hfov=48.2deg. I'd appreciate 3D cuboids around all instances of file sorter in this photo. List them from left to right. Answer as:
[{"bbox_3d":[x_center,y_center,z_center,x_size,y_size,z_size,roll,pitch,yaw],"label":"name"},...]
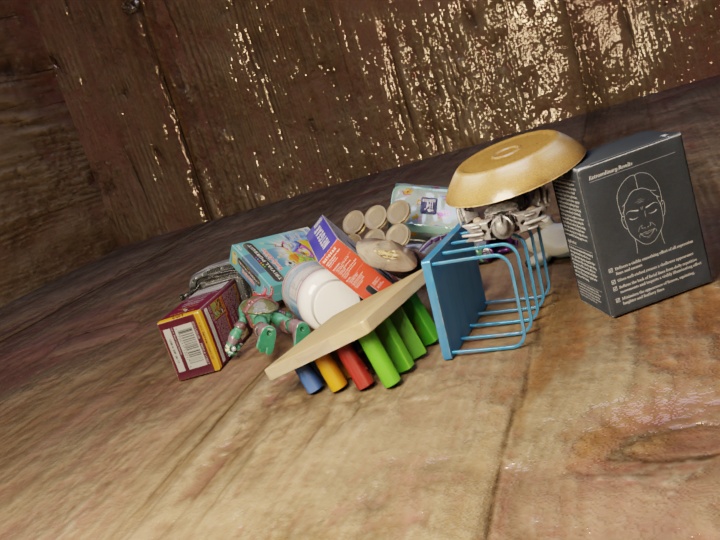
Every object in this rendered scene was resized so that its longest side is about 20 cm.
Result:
[{"bbox_3d":[0.183,0.015,1.126,0.121,0.141,0.200,-8,16,26],"label":"file sorter"}]

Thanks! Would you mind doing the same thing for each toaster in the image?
[{"bbox_3d":[-0.290,0.035,1.770,0.196,0.116,0.129,-16,9,4],"label":"toaster"}]

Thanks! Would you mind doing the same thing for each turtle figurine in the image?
[{"bbox_3d":[-0.172,0.094,1.402,0.148,0.102,0.199,-24,19,-24],"label":"turtle figurine"}]

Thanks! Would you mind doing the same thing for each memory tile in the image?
[{"bbox_3d":[0.027,-0.030,1.500,0.151,0.204,0.017,-12,-28,28],"label":"memory tile"}]

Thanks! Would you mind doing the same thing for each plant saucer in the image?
[{"bbox_3d":[0.200,-0.144,1.078,0.197,0.036,0.201,-22,17,7],"label":"plant saucer"}]

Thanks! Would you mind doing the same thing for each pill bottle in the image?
[{"bbox_3d":[-0.067,0.046,1.409,0.107,0.111,0.200,-21,13,-14],"label":"pill bottle"}]

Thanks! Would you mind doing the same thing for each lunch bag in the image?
[{"bbox_3d":[0.143,-0.114,1.683,0.167,0.124,0.200,6,15,6],"label":"lunch bag"}]

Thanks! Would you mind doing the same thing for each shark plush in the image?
[{"bbox_3d":[0.363,-0.058,1.352,0.198,0.093,0.083,-15,-18,37],"label":"shark plush"}]

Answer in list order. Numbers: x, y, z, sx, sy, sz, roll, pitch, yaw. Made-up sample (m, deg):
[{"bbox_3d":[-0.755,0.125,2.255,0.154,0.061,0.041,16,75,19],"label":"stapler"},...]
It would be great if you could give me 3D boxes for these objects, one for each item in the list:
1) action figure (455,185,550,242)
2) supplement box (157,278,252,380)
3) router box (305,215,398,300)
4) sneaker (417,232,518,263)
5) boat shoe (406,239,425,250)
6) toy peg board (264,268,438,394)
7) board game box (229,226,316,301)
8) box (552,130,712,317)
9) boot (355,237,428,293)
[{"bbox_3d":[0.199,-0.092,1.114,0.128,0.071,0.200,-2,21,15],"label":"action figure"},{"bbox_3d":[-0.276,0.103,1.461,0.084,0.112,0.200,-15,12,14],"label":"supplement box"},{"bbox_3d":[0.000,0.000,1.327,0.049,0.179,0.200,-49,17,5],"label":"router box"},{"bbox_3d":[0.193,-0.036,1.482,0.197,0.076,0.087,-23,18,-22],"label":"sneaker"},{"bbox_3d":[0.057,-0.030,1.642,0.197,0.073,0.068,-9,17,27],"label":"boat shoe"},{"bbox_3d":[0.004,0.109,1.140,0.198,0.099,0.200,-29,4,36],"label":"toy peg board"},{"bbox_3d":[-0.150,-0.015,1.684,0.198,0.048,0.151,-16,45,-38],"label":"board game box"},{"bbox_3d":[0.355,-0.065,1.067,0.146,0.203,0.107,-18,13,-4],"label":"box"},{"bbox_3d":[0.094,-0.004,1.243,0.183,0.065,0.200,14,-4,12],"label":"boot"}]
